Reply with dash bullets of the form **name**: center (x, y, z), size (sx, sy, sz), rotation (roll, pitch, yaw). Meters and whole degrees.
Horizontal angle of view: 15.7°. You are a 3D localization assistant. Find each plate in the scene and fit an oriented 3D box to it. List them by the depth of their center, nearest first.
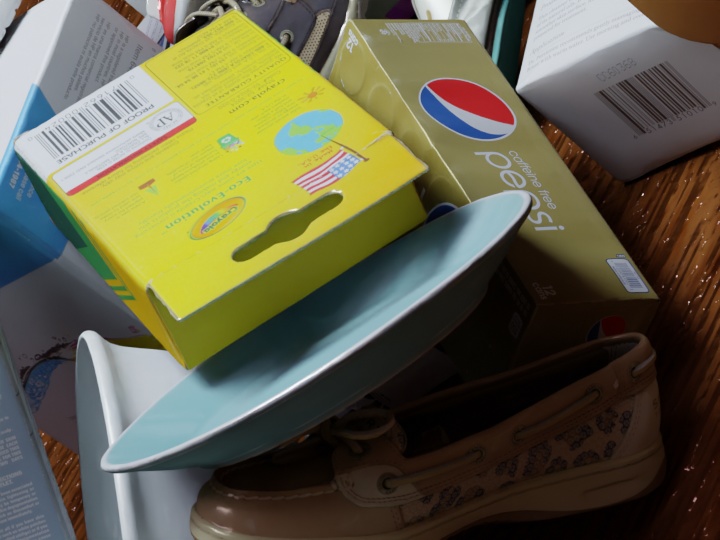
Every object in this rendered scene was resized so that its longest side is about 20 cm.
- **plate**: center (-0.013, 0.031, 1.028), size (0.200, 0.026, 0.200), rotation (-32, 7, 4)

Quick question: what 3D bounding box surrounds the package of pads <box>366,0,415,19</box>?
- **package of pads**: center (-0.008, -0.177, 1.427), size (0.200, 0.068, 0.155), rotation (-44, 24, 49)

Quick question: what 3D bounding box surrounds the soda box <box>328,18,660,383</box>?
- **soda box**: center (0.050, -0.027, 1.142), size (0.200, 0.064, 0.068), rotation (60, 141, 41)

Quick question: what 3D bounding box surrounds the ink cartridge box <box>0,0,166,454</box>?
- **ink cartridge box**: center (-0.131, -0.013, 1.330), size (0.146, 0.200, 0.147), rotation (-23, 39, 44)

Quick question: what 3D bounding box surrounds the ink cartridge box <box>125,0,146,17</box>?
- **ink cartridge box**: center (-0.062, -0.250, 1.619), size (0.200, 0.085, 0.145), rotation (-36, 32, 29)

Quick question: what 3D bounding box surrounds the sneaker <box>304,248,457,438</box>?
- **sneaker**: center (0.000, 0.000, 1.254), size (0.115, 0.075, 0.200), rotation (-40, 34, 16)

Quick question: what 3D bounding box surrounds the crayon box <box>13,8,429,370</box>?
- **crayon box**: center (-0.059, -0.034, 1.137), size (0.127, 0.051, 0.200), rotation (-31, 34, -10)

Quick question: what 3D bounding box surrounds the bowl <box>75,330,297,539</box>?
- **bowl**: center (-0.070, 0.122, 1.160), size (0.090, 0.202, 0.201), rotation (-7, 30, -10)

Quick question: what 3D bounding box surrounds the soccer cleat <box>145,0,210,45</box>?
- **soccer cleat**: center (-0.057, -0.197, 1.344), size (0.069, 0.085, 0.200), rotation (103, 179, -56)

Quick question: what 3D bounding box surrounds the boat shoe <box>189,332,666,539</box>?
- **boat shoe**: center (0.026, 0.069, 1.031), size (0.073, 0.200, 0.063), rotation (-146, 49, -61)

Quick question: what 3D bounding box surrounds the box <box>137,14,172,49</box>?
- **box**: center (-0.106, -0.101, 1.434), size (0.200, 0.041, 0.119), rotation (-47, 26, 51)

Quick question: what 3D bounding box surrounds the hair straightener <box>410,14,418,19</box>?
- **hair straightener**: center (0.044, -0.129, 1.392), size (0.200, 0.041, 0.077), rotation (-55, 9, 6)

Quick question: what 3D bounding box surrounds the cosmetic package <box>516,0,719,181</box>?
- **cosmetic package**: center (0.151, -0.153, 1.207), size (0.113, 0.081, 0.200), rotation (-22, 39, 42)

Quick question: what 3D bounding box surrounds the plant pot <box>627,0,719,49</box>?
- **plant pot**: center (0.204, -0.149, 1.048), size (0.200, 0.140, 0.200), rotation (-29, 37, 25)

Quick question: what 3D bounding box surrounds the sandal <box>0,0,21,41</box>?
- **sandal**: center (-0.223, -0.110, 1.311), size (0.082, 0.050, 0.203), rotation (-7, 52, 54)

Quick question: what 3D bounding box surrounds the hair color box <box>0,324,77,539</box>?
- **hair color box**: center (-0.178, 0.078, 1.192), size (0.061, 0.200, 0.099), rotation (-19, 22, -7)

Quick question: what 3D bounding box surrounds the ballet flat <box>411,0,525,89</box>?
- **ballet flat**: center (0.058, -0.152, 1.294), size (0.067, 0.064, 0.200), rotation (5, -81, -76)

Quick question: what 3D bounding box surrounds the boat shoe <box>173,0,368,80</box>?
- **boat shoe**: center (-0.050, -0.104, 1.272), size (0.074, 0.073, 0.200), rotation (-18, 56, 57)
